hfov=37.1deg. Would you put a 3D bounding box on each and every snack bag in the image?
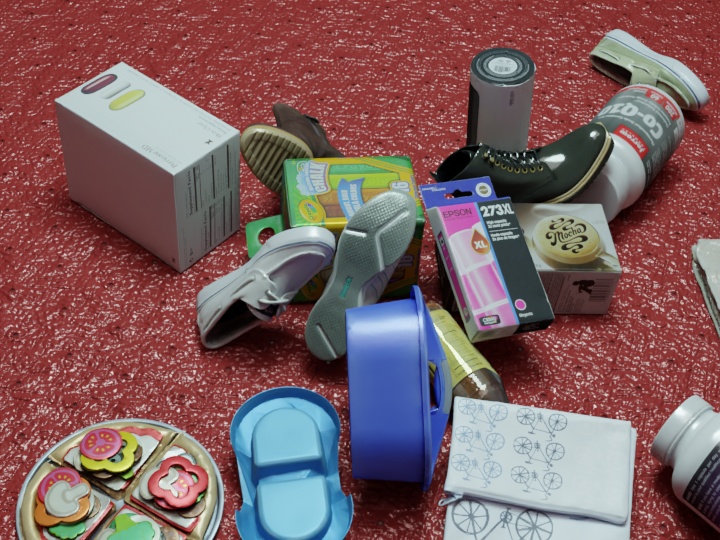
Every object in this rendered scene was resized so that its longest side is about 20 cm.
[{"bbox_3d":[0.170,0.228,1.035,0.186,0.021,0.202,9,62,4],"label":"snack bag"}]

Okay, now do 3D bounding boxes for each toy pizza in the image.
[{"bbox_3d":[-0.231,0.219,1.034,0.198,0.032,0.201,3,45,-3],"label":"toy pizza"}]

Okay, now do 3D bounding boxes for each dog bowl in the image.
[{"bbox_3d":[-0.068,0.207,1.046,0.110,0.050,0.201,-7,46,-5],"label":"dog bowl"}]

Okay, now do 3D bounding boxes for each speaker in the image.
[{"bbox_3d":[0.173,-0.174,1.350,0.080,0.201,0.082,-1,45,1],"label":"speaker"}]

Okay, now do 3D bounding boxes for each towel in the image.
[{"bbox_3d":[0.483,0.034,1.291,0.131,0.035,0.201,0,45,-5],"label":"towel"}]

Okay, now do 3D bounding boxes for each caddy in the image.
[{"bbox_3d":[0.039,0.117,1.058,0.104,0.141,0.202,-3,90,-2],"label":"caddy"}]

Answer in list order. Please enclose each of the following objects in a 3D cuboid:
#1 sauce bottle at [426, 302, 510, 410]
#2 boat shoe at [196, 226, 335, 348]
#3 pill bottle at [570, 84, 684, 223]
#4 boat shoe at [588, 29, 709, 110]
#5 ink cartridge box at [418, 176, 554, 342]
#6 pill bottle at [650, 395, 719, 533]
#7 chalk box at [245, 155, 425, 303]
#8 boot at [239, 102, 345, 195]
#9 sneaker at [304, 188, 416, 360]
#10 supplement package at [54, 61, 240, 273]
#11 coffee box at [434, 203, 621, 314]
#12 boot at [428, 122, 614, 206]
[{"bbox_3d":[0.115,0.123,1.144,0.066,0.066,0.201,-21,57,-24],"label":"sauce bottle"},{"bbox_3d":[-0.101,0.024,1.159,0.073,0.199,0.066,25,44,-37],"label":"boat shoe"},{"bbox_3d":[0.336,-0.150,1.404,0.113,0.115,0.200,28,49,21],"label":"pill bottle"},{"bbox_3d":[0.427,-0.286,1.595,0.062,0.072,0.200,-41,54,-8],"label":"boat shoe"},{"bbox_3d":[0.138,-0.022,1.191,0.094,0.037,0.202,-8,63,-19],"label":"ink cartridge box"},{"bbox_3d":[0.386,0.213,1.045,0.112,0.113,0.200,-30,55,-31],"label":"pill bottle"},{"bbox_3d":[-0.034,-0.049,1.257,0.198,0.125,0.126,-3,45,-9],"label":"chalk box"},{"bbox_3d":[-0.092,-0.160,1.351,0.199,0.072,0.167,29,23,-41],"label":"boot"},{"bbox_3d":[0.000,0.000,1.175,0.070,0.202,0.080,30,9,4],"label":"sneaker"},{"bbox_3d":[-0.253,-0.126,1.289,0.199,0.157,0.111,31,50,23],"label":"supplement package"},{"bbox_3d":[0.195,-0.015,1.277,0.198,0.080,0.114,1,47,-5],"label":"coffee box"},{"bbox_3d":[0.194,-0.130,1.283,0.200,0.138,0.078,-40,42,14],"label":"boot"}]
